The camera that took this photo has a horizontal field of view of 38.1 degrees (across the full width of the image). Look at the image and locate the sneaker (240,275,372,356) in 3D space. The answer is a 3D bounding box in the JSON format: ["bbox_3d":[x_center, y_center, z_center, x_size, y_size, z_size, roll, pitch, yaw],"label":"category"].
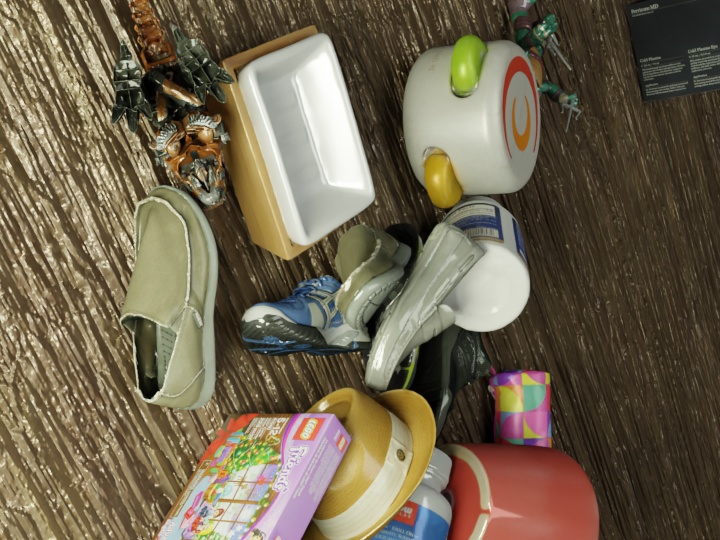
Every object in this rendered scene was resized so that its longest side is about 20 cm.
[{"bbox_3d":[-0.059,0.046,1.073,0.199,0.075,0.078,12,70,-62],"label":"sneaker"}]

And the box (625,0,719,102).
[{"bbox_3d":[0.609,-0.421,1.902,0.104,0.198,0.184,-31,111,-48],"label":"box"}]

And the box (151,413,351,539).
[{"bbox_3d":[-0.107,0.214,0.925,0.039,0.136,0.201,57,44,-31],"label":"box"}]

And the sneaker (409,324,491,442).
[{"bbox_3d":[0.107,0.138,1.270,0.114,0.076,0.201,36,53,-37],"label":"sneaker"}]

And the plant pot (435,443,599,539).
[{"bbox_3d":[0.154,0.292,1.237,0.176,0.199,0.203,23,68,-39],"label":"plant pot"}]

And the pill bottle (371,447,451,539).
[{"bbox_3d":[0.036,0.291,1.130,0.112,0.111,0.202,44,52,-41],"label":"pill bottle"}]

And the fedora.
[{"bbox_3d":[-0.018,0.180,1.020,0.082,0.199,0.202,46,51,-24],"label":"fedora"}]

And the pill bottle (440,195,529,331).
[{"bbox_3d":[0.145,-0.018,1.267,0.200,0.110,0.112,-79,150,-66],"label":"pill bottle"}]

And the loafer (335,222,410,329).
[{"bbox_3d":[0.000,0.000,1.050,0.069,0.075,0.200,37,13,-1],"label":"loafer"}]

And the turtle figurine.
[{"bbox_3d":[0.253,-0.299,1.498,0.150,0.099,0.202,57,28,-53],"label":"turtle figurine"}]

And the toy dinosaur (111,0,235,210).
[{"bbox_3d":[-0.172,-0.153,0.926,0.102,0.136,0.200,-41,92,-5],"label":"toy dinosaur"}]

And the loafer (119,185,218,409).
[{"bbox_3d":[-0.170,0.026,0.915,0.069,0.074,0.203,-9,94,-57],"label":"loafer"}]

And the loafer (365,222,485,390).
[{"bbox_3d":[0.069,0.043,1.116,0.201,0.069,0.070,-61,177,-14],"label":"loafer"}]

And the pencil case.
[{"bbox_3d":[0.215,0.228,1.403,0.088,0.088,0.203,6,79,-52],"label":"pencil case"}]

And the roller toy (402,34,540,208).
[{"bbox_3d":[0.135,-0.184,1.293,0.182,0.138,0.203,-19,107,-61],"label":"roller toy"}]

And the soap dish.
[{"bbox_3d":[-0.072,-0.131,1.058,0.157,0.081,0.202,-37,115,-49],"label":"soap dish"}]

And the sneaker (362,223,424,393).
[{"bbox_3d":[0.057,0.051,1.220,0.081,0.073,0.202,29,65,-51],"label":"sneaker"}]
